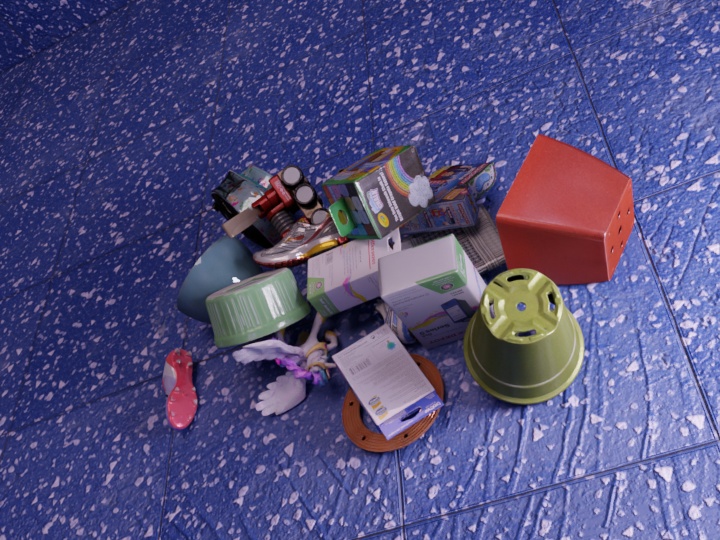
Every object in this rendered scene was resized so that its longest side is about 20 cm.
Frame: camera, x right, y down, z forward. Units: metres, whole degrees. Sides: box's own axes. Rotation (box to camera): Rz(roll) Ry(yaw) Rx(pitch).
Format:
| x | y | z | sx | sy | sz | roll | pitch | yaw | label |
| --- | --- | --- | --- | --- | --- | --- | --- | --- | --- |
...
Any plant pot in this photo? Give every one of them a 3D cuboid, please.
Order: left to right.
| x | y | z | sx | sy | sz | roll | pitch | yaw | label |
| --- | --- | --- | --- | --- | --- | --- | --- | --- | --- |
| -0.278 | 0.043 | 1.813 | 0.135 | 0.200 | 0.200 | 34 | 73 | 10 | plant pot |
| 0.254 | 0.088 | 1.332 | 0.200 | 0.190 | 0.200 | -5 | 64 | 10 | plant pot |
| 0.367 | -0.088 | 1.470 | 0.176 | 0.200 | 0.200 | 16 | 63 | 30 | plant pot |

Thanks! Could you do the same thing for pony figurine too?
| x | y | z | sx | sy | sz | roll | pitch | yaw | label |
| --- | --- | --- | --- | --- | --- | --- | --- | --- | --- |
| -0.129 | 0.165 | 1.625 | 0.193 | 0.167 | 0.200 | -19 | 29 | 9 | pony figurine |

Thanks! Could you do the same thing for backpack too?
| x | y | z | sx | sy | sz | roll | pitch | yaw | label |
| --- | --- | --- | --- | --- | --- | --- | --- | --- | --- |
| -0.227 | -0.138 | 1.925 | 0.151 | 0.178 | 0.200 | -45 | 36 | -4 | backpack |

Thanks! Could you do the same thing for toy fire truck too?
| x | y | z | sx | sy | sz | roll | pitch | yaw | label |
| --- | --- | --- | --- | --- | --- | --- | --- | --- | --- |
| -0.170 | -0.103 | 1.770 | 0.200 | 0.129 | 0.176 | -35 | 78 | 1 | toy fire truck |

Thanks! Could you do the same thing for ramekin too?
| x | y | z | sx | sy | sz | roll | pitch | yaw | label |
| --- | --- | --- | --- | --- | --- | --- | --- | --- | --- |
| -0.206 | 0.069 | 1.658 | 0.200 | 0.098 | 0.200 | -20 | 7 | 2 | ramekin |

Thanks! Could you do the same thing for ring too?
| x | y | z | sx | sy | sz | roll | pitch | yaw | label |
| --- | --- | --- | --- | --- | --- | --- | --- | --- | --- |
| 0.058 | 0.236 | 1.510 | 0.200 | 0.019 | 0.201 | -20 | 44 | 20 | ring |

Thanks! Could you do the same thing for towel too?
| x | y | z | sx | sy | sz | roll | pitch | yaw | label |
| --- | --- | --- | --- | --- | --- | --- | --- | --- | --- |
| 0.178 | -0.045 | 1.644 | 0.192 | 0.035 | 0.200 | -26 | 37 | 5 | towel |

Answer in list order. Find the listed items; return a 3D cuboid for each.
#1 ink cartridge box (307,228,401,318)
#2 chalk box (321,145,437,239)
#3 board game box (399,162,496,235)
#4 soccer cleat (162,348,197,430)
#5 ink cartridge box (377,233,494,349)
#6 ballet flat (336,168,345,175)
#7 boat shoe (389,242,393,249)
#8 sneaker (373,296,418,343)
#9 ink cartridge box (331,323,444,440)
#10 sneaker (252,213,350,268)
| x | y | z | sx | sy | sz | roll | pitch | yaw | label |
| --- | --- | --- | --- | --- | --- | --- | --- | --- | --- |
| 0.000 | 0.000 | 1.616 | 0.200 | 0.067 | 0.117 | -22 | 40 | 17 | ink cartridge box |
| 0.019 | -0.137 | 1.600 | 0.200 | 0.125 | 0.124 | -33 | 20 | -26 | chalk box |
| 0.181 | -0.142 | 1.695 | 0.200 | 0.062 | 0.200 | -38 | 25 | -28 | board game box |
| -0.385 | 0.256 | 1.778 | 0.076 | 0.067 | 0.200 | -49 | 37 | 37 | soccer cleat |
| 0.138 | 0.042 | 1.491 | 0.145 | 0.200 | 0.088 | -19 | 52 | 19 | ink cartridge box |
| -0.043 | -0.184 | 1.866 | 0.066 | 0.057 | 0.200 | -26 | 12 | 6 | ballet flat |
| -0.006 | 0.013 | 1.715 | 0.200 | 0.070 | 0.070 | -47 | 38 | -11 | boat shoe |
| 0.062 | 0.059 | 1.627 | 0.085 | 0.077 | 0.200 | -22 | 43 | 23 | sneaker |
| 0.048 | 0.197 | 1.475 | 0.119 | 0.042 | 0.200 | -30 | 51 | -9 | ink cartridge box |
| -0.123 | -0.057 | 1.700 | 0.200 | 0.078 | 0.082 | -18 | 80 | 8 | sneaker |
